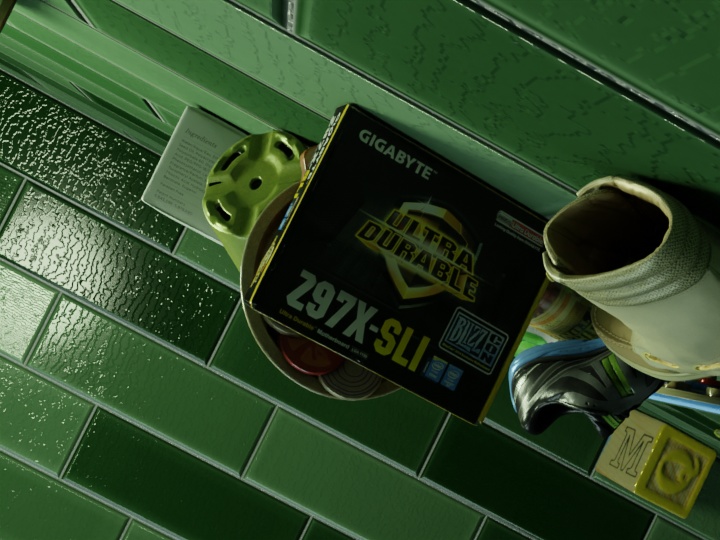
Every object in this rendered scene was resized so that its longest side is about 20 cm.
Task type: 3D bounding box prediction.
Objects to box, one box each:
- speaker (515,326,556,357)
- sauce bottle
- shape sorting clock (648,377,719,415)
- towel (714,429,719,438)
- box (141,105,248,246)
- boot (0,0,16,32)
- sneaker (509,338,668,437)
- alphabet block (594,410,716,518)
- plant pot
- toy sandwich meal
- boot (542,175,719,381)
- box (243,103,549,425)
[{"bbox_3d":[0.224,0.074,1.160,0.088,0.090,0.200,28,178,-14],"label":"speaker"},{"bbox_3d":[0.201,0.039,0.921,0.198,0.067,0.066,25,180,-38],"label":"sauce bottle"},{"bbox_3d":[0.329,0.115,0.982,0.196,0.040,0.200,12,176,1],"label":"shape sorting clock"},{"bbox_3d":[0.684,0.311,1.783,0.085,0.018,0.200,27,178,-2],"label":"towel"},{"bbox_3d":[-0.156,-0.096,1.318,0.198,0.132,0.199,27,178,-5],"label":"box"},{"bbox_3d":[-0.446,-0.296,1.078,0.153,0.073,0.199,28,173,-26],"label":"boot"},{"bbox_3d":[0.215,0.093,0.846,0.197,0.084,0.070,-18,149,32],"label":"sneaker"},{"bbox_3d":[0.771,0.499,2.707,0.193,0.199,0.200,26,178,-17],"label":"alphabet block"},{"bbox_3d":[-0.070,-0.044,1.092,0.198,0.201,0.190,26,165,37],"label":"plant pot"},{"bbox_3d":[0.000,0.000,0.823,0.203,0.208,0.070,28,161,-10],"label":"toy sandwich meal"},{"bbox_3d":[0.159,0.008,0.586,0.154,0.074,0.200,28,176,-22],"label":"boot"},{"bbox_3d":[0.035,-0.002,0.763,0.198,0.162,0.049,29,177,-15],"label":"box"}]
